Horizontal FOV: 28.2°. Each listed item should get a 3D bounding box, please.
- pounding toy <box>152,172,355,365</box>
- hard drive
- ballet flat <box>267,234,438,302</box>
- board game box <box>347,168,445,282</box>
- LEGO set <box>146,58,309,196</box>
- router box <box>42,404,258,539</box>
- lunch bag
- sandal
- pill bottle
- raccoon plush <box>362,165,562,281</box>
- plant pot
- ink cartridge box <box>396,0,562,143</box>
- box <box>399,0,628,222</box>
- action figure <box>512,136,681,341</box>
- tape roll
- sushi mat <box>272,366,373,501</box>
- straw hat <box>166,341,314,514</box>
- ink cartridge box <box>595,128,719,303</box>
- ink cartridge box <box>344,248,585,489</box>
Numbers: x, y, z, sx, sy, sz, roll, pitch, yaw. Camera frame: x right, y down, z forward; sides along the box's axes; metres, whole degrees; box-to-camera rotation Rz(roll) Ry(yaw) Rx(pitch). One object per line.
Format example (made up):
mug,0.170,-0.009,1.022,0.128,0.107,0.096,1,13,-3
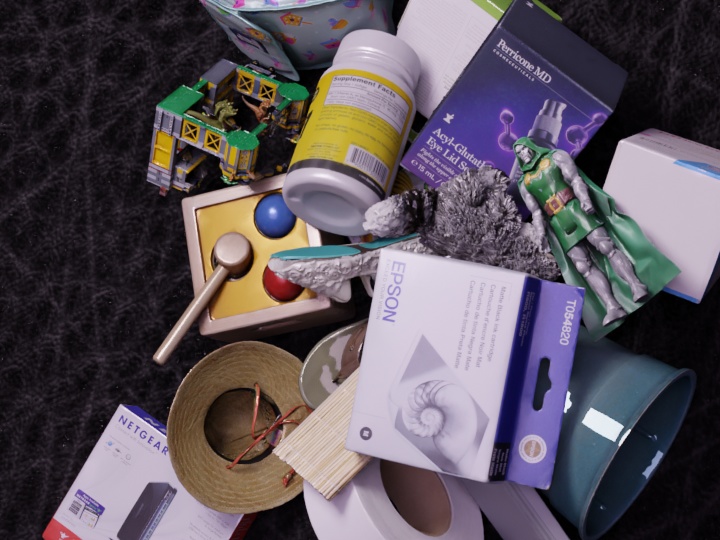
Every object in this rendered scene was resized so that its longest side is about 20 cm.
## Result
pounding toy,-0.126,0.002,1.596,0.198,0.142,0.186,-12,79,14
hard drive,0.134,0.211,1.462,0.026,0.132,0.201,-39,101,-17
ballet flat,0.000,0.000,1.521,0.198,0.072,0.073,-10,77,-24
board game box,0.075,-0.012,1.595,0.126,0.035,0.201,-34,76,9
LEGO set,-0.150,-0.142,1.612,0.152,0.201,0.117,19,126,5
router box,-0.237,0.282,1.637,0.199,0.049,0.181,31,92,18
lunch bag,-0.074,-0.298,1.608,0.198,0.170,0.123,-8,72,15
sandal,0.017,0.083,1.551,0.200,0.057,0.080,-30,81,10
pill bottle,-0.004,-0.149,1.537,0.113,0.115,0.202,9,62,17
raccoon plush,0.104,-0.014,1.420,0.198,0.097,0.135,-20,66,-30
plant pot,0.205,0.139,1.465,0.195,0.200,0.201,32,92,25
ink cartridge box,0.110,-0.232,1.603,0.148,0.076,0.201,40,128,17
box,0.159,-0.159,1.495,0.147,0.105,0.201,35,125,-1
action figure,0.205,-0.045,1.376,0.118,0.054,0.201,-43,70,31
tape roll,0.035,0.241,1.481,0.071,0.202,0.204,-39,73,30
sushi mat,0.009,0.137,1.433,0.200,0.012,0.095,-43,45,-17
straw hat,-0.137,0.170,1.594,0.085,0.199,0.203,10,83,61
ink cartridge box,0.321,-0.062,1.458,0.127,0.200,0.127,22,106,17
ink cartridge box,0.098,0.093,1.353,0.198,0.041,0.202,10,90,12
